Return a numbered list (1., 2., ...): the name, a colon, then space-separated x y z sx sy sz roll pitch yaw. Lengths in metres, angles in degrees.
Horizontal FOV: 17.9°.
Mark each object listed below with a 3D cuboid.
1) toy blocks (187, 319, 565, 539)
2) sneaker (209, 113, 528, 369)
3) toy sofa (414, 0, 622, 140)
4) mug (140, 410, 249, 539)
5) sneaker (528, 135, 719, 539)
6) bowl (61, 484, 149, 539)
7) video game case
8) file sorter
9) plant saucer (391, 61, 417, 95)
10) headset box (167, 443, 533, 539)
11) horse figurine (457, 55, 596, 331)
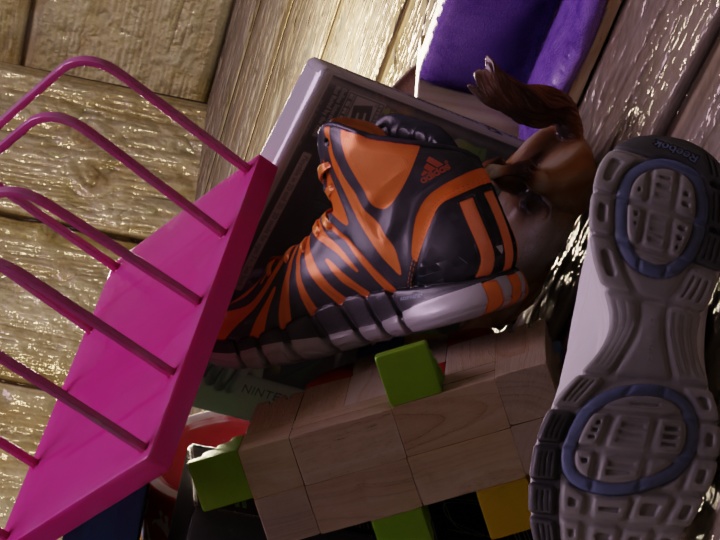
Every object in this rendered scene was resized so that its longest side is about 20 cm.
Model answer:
1. toy blocks: 0.026 0.070 1.118 0.137 0.200 0.100 -74 -34 -76
2. sneaker: -0.009 -0.018 1.140 0.200 0.078 0.112 -16 91 36
3. toy sofa: 0.091 -0.153 1.269 0.200 0.083 0.098 110 168 -48
4. mug: -0.055 0.183 1.340 0.177 0.133 0.200 -30 -52 -41
5. sneaker: 0.116 0.047 0.964 0.087 0.074 0.200 89 -165 -73
6. bowl: -0.145 0.188 1.202 0.201 0.039 0.201 -169 90 -85
7. video game case: 0.000 0.000 1.248 0.023 0.182 0.200 40 107 48
8. file sorter: -0.153 0.013 1.130 0.139 0.125 0.200 -34 29 43
9. plant saucer: 0.025 -0.041 1.422 0.200 0.037 0.200 -51 24 33
10. headset box: -0.022 0.197 1.182 0.093 0.200 0.174 -110 31 -73
11. horse figurine: 0.075 -0.023 1.197 0.050 0.132 0.200 41 132 29
